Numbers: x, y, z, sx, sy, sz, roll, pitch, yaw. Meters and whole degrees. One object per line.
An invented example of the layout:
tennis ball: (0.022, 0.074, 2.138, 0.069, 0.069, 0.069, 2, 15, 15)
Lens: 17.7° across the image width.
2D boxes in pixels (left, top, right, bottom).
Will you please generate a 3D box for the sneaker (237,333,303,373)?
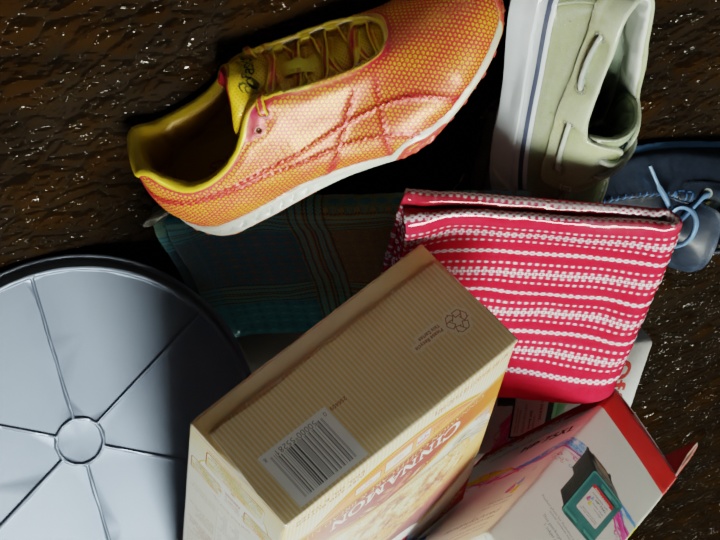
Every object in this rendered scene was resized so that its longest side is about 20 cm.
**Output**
sneaker: (-0.114, 0.077, 1.324, 0.199, 0.073, 0.071, -21, 165, 2)

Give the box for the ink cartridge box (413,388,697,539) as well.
ink cartridge box: (0.097, 0.140, 1.307, 0.116, 0.067, 0.200, -31, -174, 41)

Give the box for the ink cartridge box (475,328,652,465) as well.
ink cartridge box: (0.064, 0.088, 1.421, 0.199, 0.084, 0.145, -5, 124, -32)

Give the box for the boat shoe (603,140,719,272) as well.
boat shoe: (0.193, -0.035, 1.357, 0.199, 0.069, 0.084, -12, 153, -21)

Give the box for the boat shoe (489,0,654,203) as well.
boat shoe: (0.108, -0.076, 1.158, 0.072, 0.062, 0.200, -42, 149, -26)

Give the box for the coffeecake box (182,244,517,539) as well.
coffeecake box: (-0.011, 0.099, 1.185, 0.153, 0.073, 0.200, -38, 162, -22)

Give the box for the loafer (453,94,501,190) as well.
loafer: (0.072, -0.028, 1.284, 0.072, 0.063, 0.200, -40, 149, -24)

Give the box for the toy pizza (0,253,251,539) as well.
toy pizza: (-0.153, 0.088, 1.241, 0.199, 0.201, 0.032, -16, -164, -13)

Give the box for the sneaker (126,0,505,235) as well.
sneaker: (-0.020, -0.082, 1.097, 0.200, 0.073, 0.077, -32, 143, 14)

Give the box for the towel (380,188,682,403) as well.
towel: (0.080, 0.018, 1.214, 0.144, 0.023, 0.200, 4, 152, -3)

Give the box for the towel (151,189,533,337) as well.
towel: (0.000, 0.000, 1.231, 0.199, 0.022, 0.147, -1, 153, 11)

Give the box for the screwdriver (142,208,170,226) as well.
screwdriver: (-0.028, -0.075, 1.161, 0.199, 0.029, 0.028, -26, 155, 16)
